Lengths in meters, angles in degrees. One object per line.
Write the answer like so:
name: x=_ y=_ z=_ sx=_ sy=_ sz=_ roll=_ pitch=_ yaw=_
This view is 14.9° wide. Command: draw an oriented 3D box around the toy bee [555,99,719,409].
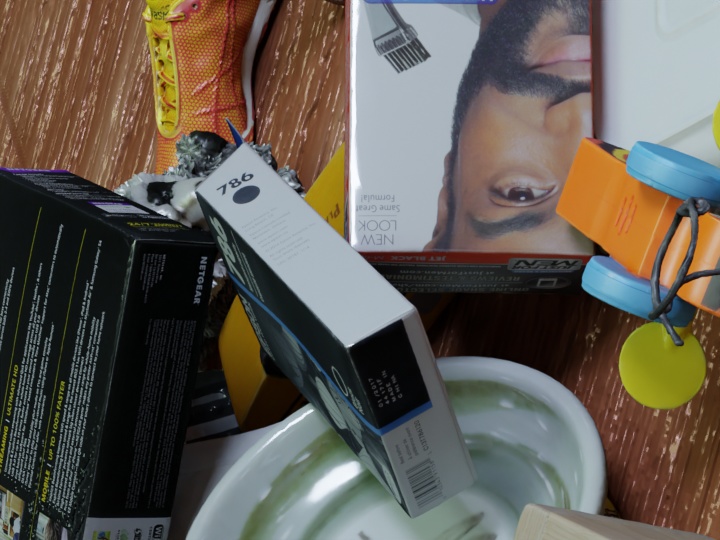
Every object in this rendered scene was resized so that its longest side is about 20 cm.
toy bee: x=0.144 y=0.003 z=1.093 sx=0.200 sy=0.108 sz=0.131 roll=-89 pitch=21 yaw=-57

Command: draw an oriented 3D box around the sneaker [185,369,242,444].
sneaker: x=-0.051 y=0.146 z=1.389 sx=0.081 sy=0.075 sz=0.201 roll=100 pitch=155 yaw=-46

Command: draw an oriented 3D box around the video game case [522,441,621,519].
video game case: x=0.062 y=0.187 z=1.213 sx=0.201 sy=0.025 sz=0.181 roll=-62 pitch=33 yaw=22

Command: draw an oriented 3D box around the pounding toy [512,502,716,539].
pounding toy: x=0.124 y=0.176 z=0.985 sx=0.200 sy=0.142 sz=0.185 roll=21 pitch=96 yaw=50

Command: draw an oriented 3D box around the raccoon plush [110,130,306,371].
raccoon plush: x=-0.099 y=0.021 z=1.436 sx=0.096 sy=0.134 sz=0.201 roll=33 pitch=131 yaw=24

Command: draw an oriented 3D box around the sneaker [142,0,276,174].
sneaker: x=-0.096 y=-0.120 z=1.556 sx=0.073 sy=0.077 sz=0.202 roll=3 pitch=82 yaw=57

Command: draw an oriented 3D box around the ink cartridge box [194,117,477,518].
ink cartridge box: x=-0.020 y=0.017 z=1.208 sx=0.200 sy=0.039 sz=0.100 roll=46 pitch=162 yaw=54

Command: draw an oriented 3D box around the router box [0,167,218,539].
router box: x=-0.140 y=0.063 z=1.308 sx=0.149 sy=0.051 sz=0.201 roll=24 pitch=107 yaw=52

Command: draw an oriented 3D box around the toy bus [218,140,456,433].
toy bus: x=0.000 y=0.000 z=1.342 sx=0.200 sy=0.078 sz=0.065 roll=-53 pitch=36 yaw=34

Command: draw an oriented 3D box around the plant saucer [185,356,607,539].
plant saucer: x=0.018 y=0.124 z=1.182 sx=0.199 sy=0.050 sz=0.201 roll=-18 pitch=37 yaw=14

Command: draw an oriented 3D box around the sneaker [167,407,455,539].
sneaker: x=-0.019 y=0.113 z=1.295 sx=0.199 sy=0.073 sz=0.085 roll=-19 pitch=58 yaw=28

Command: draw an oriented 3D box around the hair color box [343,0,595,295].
hair color box: x=0.048 y=-0.093 z=1.236 sx=0.064 sy=0.110 sz=0.201 roll=96 pitch=174 yaw=-73

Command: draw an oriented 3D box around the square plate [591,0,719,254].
square plate: x=0.154 y=-0.130 z=1.190 sx=0.200 sy=0.028 sz=0.200 roll=-29 pitch=54 yaw=51

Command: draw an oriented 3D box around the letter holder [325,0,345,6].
letter holder: x=-0.030 y=-0.260 z=1.438 sx=0.200 sy=0.141 sz=0.101 roll=-56 pitch=36 yaw=30
